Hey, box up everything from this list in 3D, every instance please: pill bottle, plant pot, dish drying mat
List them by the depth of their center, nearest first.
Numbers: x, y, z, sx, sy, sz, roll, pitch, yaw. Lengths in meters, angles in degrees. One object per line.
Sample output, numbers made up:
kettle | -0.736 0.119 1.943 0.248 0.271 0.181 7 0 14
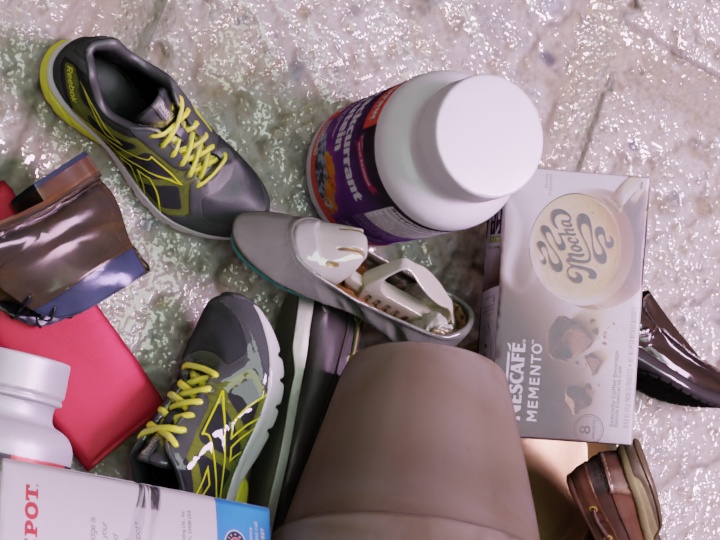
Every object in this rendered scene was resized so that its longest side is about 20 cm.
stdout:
pill bottle | -0.253 0.153 1.101 0.111 0.111 0.202 14 81 -22
plant pot | 0.040 0.150 1.149 0.199 0.200 0.175 17 64 -22
dish drying mat | -0.223 0.039 1.176 0.077 0.018 0.201 -39 102 -23
pill bottle | 0.046 -0.082 1.198 0.111 0.200 0.112 2 84 -24
plant pot | 0.114 0.151 1.314 0.198 0.027 0.202 2 86 -24

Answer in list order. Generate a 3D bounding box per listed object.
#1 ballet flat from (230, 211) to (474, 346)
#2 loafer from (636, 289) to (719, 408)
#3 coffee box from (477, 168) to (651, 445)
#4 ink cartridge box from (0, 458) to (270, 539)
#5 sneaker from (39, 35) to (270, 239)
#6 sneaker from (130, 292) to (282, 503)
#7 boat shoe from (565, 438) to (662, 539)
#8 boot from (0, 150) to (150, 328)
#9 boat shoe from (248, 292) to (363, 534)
ballet flat | 0.000 0.000 1.210 0.199 0.064 0.068 31 42 -25
loafer | 0.230 0.051 1.348 0.199 0.073 0.072 29 77 -20
coffee box | 0.150 0.027 1.257 0.112 0.080 0.202 5 89 -6
ink cartridge box | -0.155 0.211 1.027 0.199 0.084 0.147 17 57 -34
sneaker | -0.142 -0.091 1.185 0.200 0.085 0.075 38 73 -17
sneaker | -0.113 0.112 1.166 0.084 0.074 0.202 19 77 -51
boat shoe | 0.203 0.215 1.303 0.067 0.072 0.201 -15 128 3
boot | -0.235 0.012 1.122 0.200 0.075 0.097 -40 100 -23
boat shoe | -0.039 0.114 1.223 0.060 0.072 0.203 14 78 -19
